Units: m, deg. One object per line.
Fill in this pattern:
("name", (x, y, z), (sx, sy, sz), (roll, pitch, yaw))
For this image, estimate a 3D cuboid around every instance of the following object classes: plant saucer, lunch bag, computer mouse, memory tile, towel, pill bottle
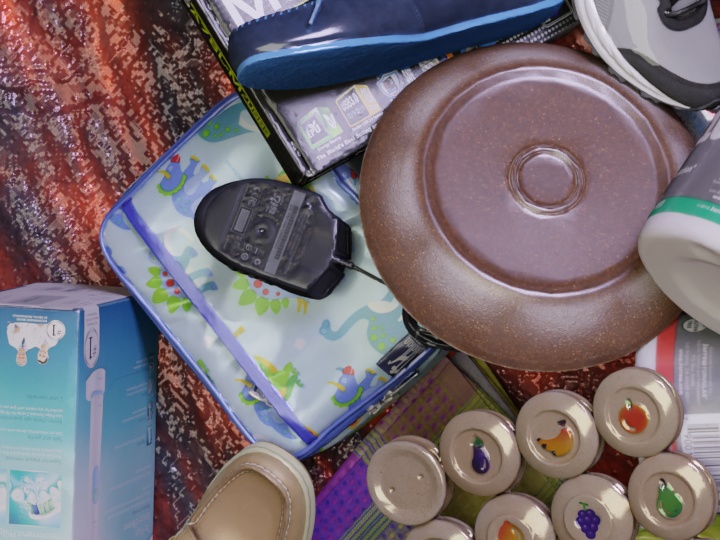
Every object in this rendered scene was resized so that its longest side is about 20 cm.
("plant saucer", (0.100, -0.044, 1.649), (0.200, 0.037, 0.201), (2, 66, -6))
("lunch bag", (-0.046, 0.003, 1.766), (0.161, 0.082, 0.200), (-39, 83, 16))
("computer mouse", (0.000, 0.000, 1.698), (0.200, 0.034, 0.059), (23, 82, 8))
("memory tile", (0.107, 0.142, 1.653), (0.200, 0.017, 0.153), (-19, 94, 31))
("towel", (0.034, 0.157, 1.756), (0.200, 0.023, 0.144), (-49, 52, 11))
("pill bottle", (0.257, 0.075, 1.656), (0.200, 0.116, 0.116), (-3, 93, 13))
("pill bottle", (0.244, -0.064, 1.609), (0.113, 0.113, 0.200), (31, 71, 10))

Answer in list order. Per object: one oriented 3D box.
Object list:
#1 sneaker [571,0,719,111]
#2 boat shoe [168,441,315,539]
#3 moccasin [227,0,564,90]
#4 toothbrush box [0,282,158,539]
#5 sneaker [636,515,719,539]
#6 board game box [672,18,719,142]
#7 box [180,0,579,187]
("sneaker", (0.155, -0.181, 1.661), (0.079, 0.074, 0.200), (-25, 91, 49))
("boat shoe", (-0.089, 0.188, 1.765), (0.074, 0.066, 0.200), (34, 122, 12))
("moccasin", (0.014, -0.149, 1.663), (0.200, 0.080, 0.068), (-14, 80, -26))
("toothbrush box", (-0.181, 0.113, 1.773), (0.085, 0.146, 0.200), (2, 96, 15))
("sneaker", (0.213, 0.174, 1.727), (0.200, 0.076, 0.105), (-3, 112, 14))
("board game box", (0.257, -0.049, 1.712), (0.200, 0.026, 0.200), (-5, 93, 15))
("box", (-0.001, -0.178, 1.718), (0.200, 0.048, 0.193), (-30, 88, -12))
